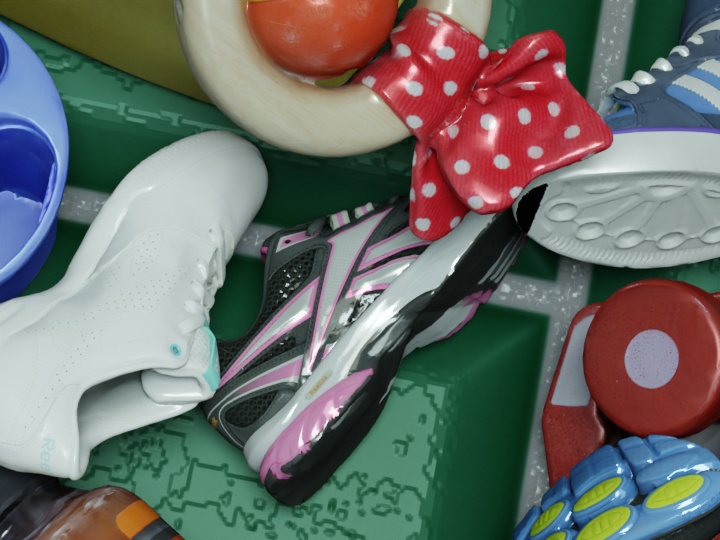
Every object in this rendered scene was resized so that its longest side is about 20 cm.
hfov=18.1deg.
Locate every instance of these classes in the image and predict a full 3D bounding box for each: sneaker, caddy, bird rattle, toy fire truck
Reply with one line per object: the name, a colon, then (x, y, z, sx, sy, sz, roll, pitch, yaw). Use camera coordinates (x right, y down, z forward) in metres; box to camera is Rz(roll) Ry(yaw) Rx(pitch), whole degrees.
sneaker: (-0.086, 0.020, 0.955, 0.088, 0.076, 0.200, 23, 51, 26)
caddy: (-0.221, -0.033, 0.972, 0.199, 0.105, 0.142, -25, 79, -9)
sneaker: (0.000, 0.000, 0.997, 0.086, 0.080, 0.200, 38, 72, 16)
sneaker: (0.094, 0.143, 0.934, 0.082, 0.200, 0.071, 31, 32, -8)
sneaker: (0.147, -0.085, 1.009, 0.198, 0.081, 0.147, -4, 57, -16)
bird rattle: (0.005, -0.107, 0.886, 0.162, 0.113, 0.201, -9, 112, -16)
toy fire truck: (0.162, 0.100, 0.957, 0.199, 0.112, 0.169, 20, 96, 29)

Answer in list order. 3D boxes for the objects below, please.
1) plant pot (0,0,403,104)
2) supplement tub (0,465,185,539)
plant pot: (-0.054, -0.176, 0.980, 0.176, 0.200, 0.201, 36, 77, -9)
supplement tub: (-0.093, 0.163, 0.935, 0.200, 0.107, 0.107, 43, 78, 6)
